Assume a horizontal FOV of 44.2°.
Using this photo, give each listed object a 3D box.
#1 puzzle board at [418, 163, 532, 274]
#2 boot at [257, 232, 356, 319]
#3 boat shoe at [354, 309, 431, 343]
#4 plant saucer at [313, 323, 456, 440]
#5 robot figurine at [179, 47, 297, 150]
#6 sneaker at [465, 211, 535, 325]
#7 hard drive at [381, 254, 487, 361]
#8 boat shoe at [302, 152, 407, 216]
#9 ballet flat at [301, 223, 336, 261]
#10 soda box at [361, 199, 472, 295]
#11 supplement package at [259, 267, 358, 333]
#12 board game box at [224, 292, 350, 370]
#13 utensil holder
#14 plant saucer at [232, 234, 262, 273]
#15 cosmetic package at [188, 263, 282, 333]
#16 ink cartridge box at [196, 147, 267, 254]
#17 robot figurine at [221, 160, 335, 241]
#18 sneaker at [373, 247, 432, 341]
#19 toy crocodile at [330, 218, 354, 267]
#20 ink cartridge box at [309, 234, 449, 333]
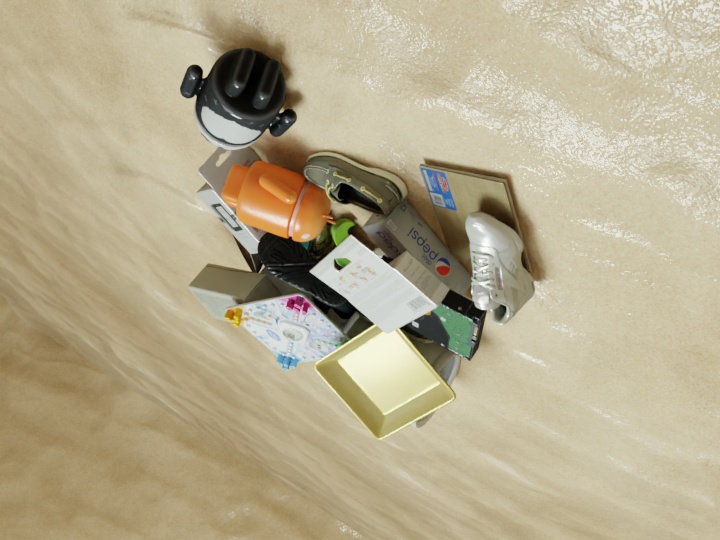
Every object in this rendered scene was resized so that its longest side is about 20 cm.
[{"bbox_3d":[0.179,-0.080,1.359,0.150,0.017,0.200,18,147,36],"label":"puzzle board"},{"bbox_3d":[-0.097,0.016,1.649,0.200,0.077,0.168,33,171,8],"label":"boot"},{"bbox_3d":[0.063,0.071,1.702,0.200,0.073,0.062,25,137,18],"label":"boat shoe"},{"bbox_3d":[0.048,0.192,1.629,0.200,0.048,0.200,-34,101,30],"label":"plant saucer"},{"bbox_3d":[-0.190,-0.265,1.385,0.150,0.125,0.200,58,152,-1],"label":"robot figurine"},{"bbox_3d":[0.202,0.000,1.328,0.075,0.100,0.200,12,143,45],"label":"sneaker"},{"bbox_3d":[0.114,0.063,1.501,0.200,0.038,0.140,29,153,18],"label":"hard drive"},{"bbox_3d":[-0.021,-0.141,1.454,0.201,0.060,0.072,20,150,32],"label":"boat shoe"},{"bbox_3d":[-0.075,-0.047,1.688,0.075,0.068,0.200,19,163,-13],"label":"ballet flat"},{"bbox_3d":[0.097,-0.027,1.490,0.200,0.063,0.068,48,153,-21],"label":"soda box"},{"bbox_3d":[-0.107,0.063,1.839,0.200,0.111,0.156,32,154,11],"label":"supplement package"},{"bbox_3d":[-0.130,0.123,1.687,0.200,0.026,0.200,-11,136,37],"label":"board game box"},{"bbox_3d":[0.071,0.191,1.763,0.200,0.170,0.170,28,153,20],"label":"utensil holder"},{"bbox_3d":[-0.237,-0.086,1.765,0.200,0.032,0.200,59,167,24],"label":"plant saucer"},{"bbox_3d":[-0.246,0.054,1.789,0.200,0.073,0.104,9,143,44],"label":"cosmetic package"},{"bbox_3d":[-0.216,-0.142,1.633,0.068,0.116,0.200,-4,132,52],"label":"ink cartridge box"},{"bbox_3d":[-0.139,-0.119,1.542,0.199,0.117,0.144,19,133,3],"label":"robot figurine"},{"bbox_3d":[0.085,0.046,1.602,0.200,0.082,0.074,43,152,-5],"label":"sneaker"},{"bbox_3d":[0.000,0.000,1.612,0.200,0.062,0.068,61,179,-10],"label":"toy crocodile"},{"bbox_3d":[0.027,0.014,1.438,0.176,0.045,0.200,40,153,-7],"label":"ink cartridge box"}]
